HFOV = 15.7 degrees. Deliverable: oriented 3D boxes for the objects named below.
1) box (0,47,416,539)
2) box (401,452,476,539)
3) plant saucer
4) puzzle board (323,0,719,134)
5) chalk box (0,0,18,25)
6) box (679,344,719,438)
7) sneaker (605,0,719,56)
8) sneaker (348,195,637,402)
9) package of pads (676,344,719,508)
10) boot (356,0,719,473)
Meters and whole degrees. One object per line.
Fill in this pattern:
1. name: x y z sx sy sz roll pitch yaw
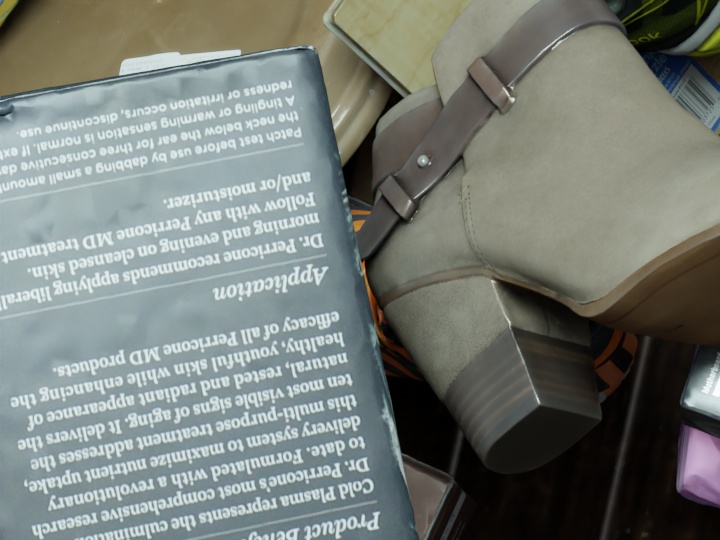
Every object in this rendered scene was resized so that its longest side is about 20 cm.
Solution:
1. box: -0.060 0.054 0.792 0.123 0.200 0.198 -10 85 -7
2. box: -0.068 0.082 0.954 0.199 0.075 0.101 25 84 15
3. plant saucer: -0.074 -0.089 0.972 0.199 0.029 0.201 -12 57 20
4. puzzle board: 0.092 -0.119 0.937 0.151 0.017 0.200 41 75 -24
5. chalk box: -0.169 -0.162 0.913 0.124 0.124 0.200 45 112 16
6. box: 0.207 -0.019 0.813 0.160 0.049 0.201 20 83 11
7. sneaker: 0.108 -0.132 0.838 0.084 0.200 0.075 -14 58 -24
8. sneaker: 0.000 0.000 0.937 0.199 0.112 0.078 7 80 11
9. package of pads: 0.210 0.058 0.885 0.199 0.120 0.076 8 86 11
10. boot: 0.076 -0.036 0.804 0.200 0.070 0.147 -35 51 28
